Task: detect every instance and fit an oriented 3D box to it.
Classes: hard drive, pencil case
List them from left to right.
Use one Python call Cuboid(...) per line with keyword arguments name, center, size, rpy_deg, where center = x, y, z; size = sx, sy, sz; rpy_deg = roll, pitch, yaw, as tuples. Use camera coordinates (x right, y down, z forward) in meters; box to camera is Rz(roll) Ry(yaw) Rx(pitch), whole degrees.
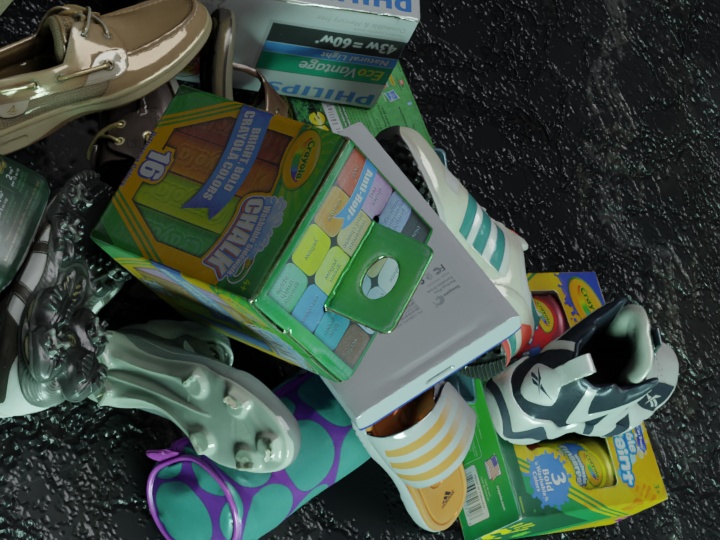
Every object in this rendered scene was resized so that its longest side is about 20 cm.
Cuboid(name="pencil case", center=(-0.057, 0.121, 1.311), size=(0.200, 0.085, 0.092), rpy_deg=(-34, 104, -45))
Cuboid(name="hard drive", center=(0.000, 0.000, 1.301), size=(0.132, 0.025, 0.200), rpy_deg=(-32, 60, -10))

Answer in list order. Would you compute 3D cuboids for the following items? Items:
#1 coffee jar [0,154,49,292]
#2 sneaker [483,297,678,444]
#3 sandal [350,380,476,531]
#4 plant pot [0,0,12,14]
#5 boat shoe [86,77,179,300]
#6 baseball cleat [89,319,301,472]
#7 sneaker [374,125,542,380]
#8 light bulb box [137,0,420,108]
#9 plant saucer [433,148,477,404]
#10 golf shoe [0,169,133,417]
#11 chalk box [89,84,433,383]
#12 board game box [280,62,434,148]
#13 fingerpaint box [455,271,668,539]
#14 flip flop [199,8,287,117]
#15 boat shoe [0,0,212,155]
Cuboid(name="coffee jar", center=(-0.307, -0.060, 1.202), size=(0.200, 0.085, 0.104), rpy_deg=(33, 57, -23))
Cuboid(name="sneaker", center=(0.202, 0.071, 1.418), size=(0.199, 0.130, 0.080), rpy_deg=(-1, 68, -39))
Cuboid(name="sandal", center=(0.056, 0.126, 1.347), size=(0.079, 0.059, 0.207), rpy_deg=(-56, 143, -23))
Cuboid(name="plant pot", center=(-0.305, -0.208, 1.234), size=(0.200, 0.200, 0.175), rpy_deg=(31, 67, -23))
Cuboid(name="boat shoe", center=(-0.160, -0.074, 1.345), size=(0.059, 0.072, 0.200), rpy_deg=(-2, 74, -43))
Cuboid(name="baseball cleat", center=(-0.100, 0.071, 1.244), size=(0.106, 0.200, 0.070), rpy_deg=(-23, 127, -48))
Cuboid(name="sneaker", center=(0.073, -0.023, 1.401), size=(0.093, 0.070, 0.200), rpy_deg=(-35, 101, -47))
Cuboid(name="light bulb box", center=(-0.065, -0.251, 1.448), size=(0.198, 0.125, 0.200), rpy_deg=(7, 60, -15))
Cuboid(name="plant saucer", center=(0.045, 0.004, 1.420), size=(0.070, 0.019, 0.200), rpy_deg=(2, 76, -38))
Cuboid(name="golf shoe", center=(-0.207, 0.014, 1.244), size=(0.078, 0.094, 0.200), rpy_deg=(44, 34, -26))
Cuboid(name="chalk box", center=(-0.048, -0.018, 1.205), size=(0.124, 0.200, 0.124), rpy_deg=(-60, 140, -13))
Cuboid(name="board game box", center=(-0.021, -0.163, 1.501), size=(0.105, 0.023, 0.200), rpy_deg=(-9, 63, -23))
Cuboid(name="fingerpaint box", center=(0.138, 0.105, 1.490), size=(0.167, 0.073, 0.200), rpy_deg=(0, 67, -40))
Cuboid(name="flip flop", center=(-0.078, -0.096, 1.375), size=(0.058, 0.081, 0.200), rpy_deg=(-15, 107, -7))
Cuboid(name="boat shoe", center=(-0.194, -0.148, 1.297), size=(0.200, 0.071, 0.065), rpy_deg=(-31, 132, -18))
